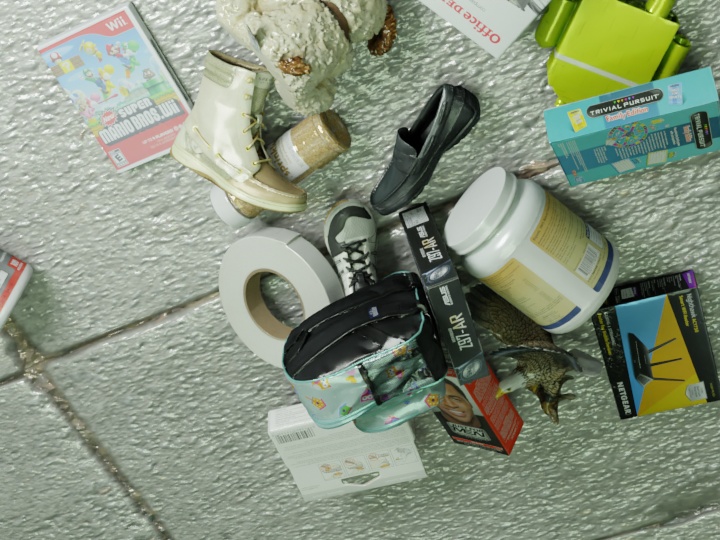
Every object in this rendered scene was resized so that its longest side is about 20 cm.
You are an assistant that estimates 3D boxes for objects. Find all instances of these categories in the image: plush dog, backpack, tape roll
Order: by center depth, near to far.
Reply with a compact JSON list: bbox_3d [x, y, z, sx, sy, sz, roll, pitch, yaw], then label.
[{"bbox_3d":[-0.047,-0.296,1.486,0.172,0.160,0.200,-45,113,-8],"label":"plush dog"},{"bbox_3d":[0.006,0.113,1.605,0.198,0.176,0.154,-19,121,4],"label":"backpack"},{"bbox_3d":[-0.108,0.040,1.733,0.201,0.037,0.205,18,124,30],"label":"tape roll"}]

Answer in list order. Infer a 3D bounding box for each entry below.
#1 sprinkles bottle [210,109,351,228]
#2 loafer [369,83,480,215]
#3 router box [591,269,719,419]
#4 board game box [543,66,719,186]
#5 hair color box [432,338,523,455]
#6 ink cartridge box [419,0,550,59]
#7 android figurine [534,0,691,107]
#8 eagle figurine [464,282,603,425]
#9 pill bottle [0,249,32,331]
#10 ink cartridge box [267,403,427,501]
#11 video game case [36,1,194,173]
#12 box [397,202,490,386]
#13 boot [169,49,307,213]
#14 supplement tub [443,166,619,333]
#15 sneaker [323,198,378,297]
[{"bbox_3d":[-0.105,-0.133,1.648,0.199,0.068,0.068,-34,115,26],"label":"sprinkles bottle"},{"bbox_3d":[0.069,-0.155,1.605,0.070,0.068,0.201,24,119,-32],"label":"loafer"},{"bbox_3d":[0.410,0.105,1.760,0.148,0.051,0.201,-14,122,14],"label":"router box"},{"bbox_3d":[0.335,-0.171,1.533,0.198,0.047,0.151,-13,160,15],"label":"board game box"},{"bbox_3d":[0.148,0.178,1.789,0.101,0.062,0.200,7,146,37],"label":"hair color box"},{"bbox_3d":[0.166,-0.364,1.443,0.145,0.084,0.200,33,122,-16],"label":"ink cartridge box"},{"bbox_3d":[0.300,-0.268,1.520,0.180,0.041,0.201,18,125,-6],"label":"android figurine"},{"bbox_3d":[0.233,0.115,1.722,0.150,0.151,0.201,2,133,31],"label":"eagle figurine"},{"bbox_3d":[-0.571,-0.001,1.766,0.199,0.116,0.116,30,123,-14],"label":"pill bottle"},{"bbox_3d":[-0.016,0.254,1.856,0.198,0.045,0.177,-13,133,9],"label":"ink cartridge box"},{"bbox_3d":[-0.305,-0.232,1.633,0.142,0.018,0.201,-19,120,19],"label":"video game case"},{"bbox_3d":[0.108,0.027,1.651,0.043,0.201,0.161,-20,123,2],"label":"box"},{"bbox_3d":[-0.133,-0.173,1.577,0.199,0.072,0.156,29,108,18],"label":"boot"},{"bbox_3d":[0.220,-0.027,1.635,0.199,0.145,0.144,36,121,-17],"label":"supplement tub"},{"bbox_3d":[0.000,0.000,1.705,0.075,0.088,0.201,-15,127,-11],"label":"sneaker"}]
